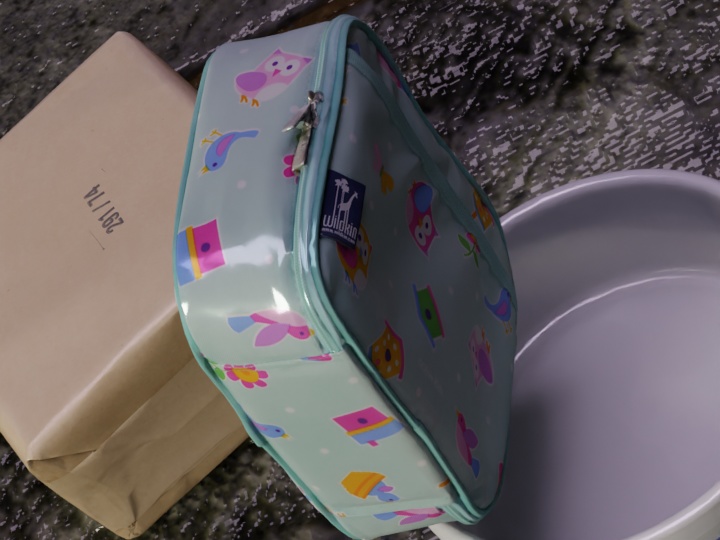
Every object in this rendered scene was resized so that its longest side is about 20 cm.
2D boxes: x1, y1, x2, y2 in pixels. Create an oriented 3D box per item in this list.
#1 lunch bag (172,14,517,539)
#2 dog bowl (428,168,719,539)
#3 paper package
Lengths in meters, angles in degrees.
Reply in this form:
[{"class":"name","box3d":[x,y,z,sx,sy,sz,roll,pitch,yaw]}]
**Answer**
[{"class":"lunch bag","box3d":[0.000,0.000,0.961,0.076,0.200,0.161,-8,50,24]},{"class":"dog bowl","box3d":[0.114,0.058,1.041,0.199,0.079,0.201,-17,49,20]},{"class":"paper package","box3d":[-0.120,0.006,1.212,0.190,0.104,0.200,-42,46,-4]}]
